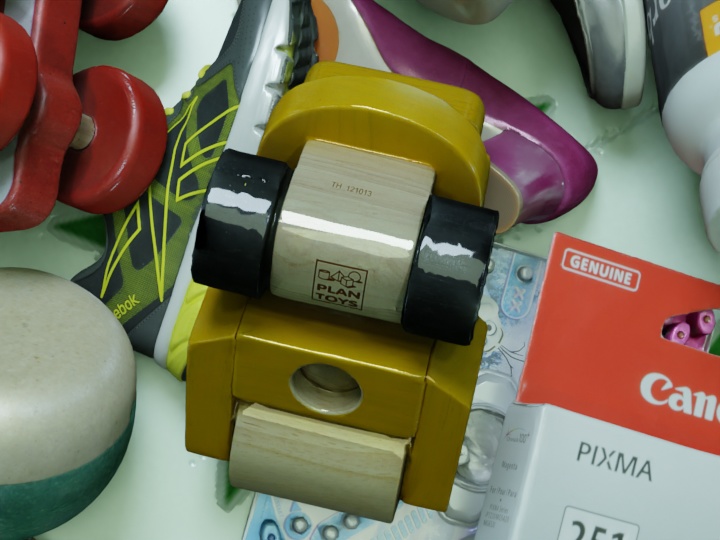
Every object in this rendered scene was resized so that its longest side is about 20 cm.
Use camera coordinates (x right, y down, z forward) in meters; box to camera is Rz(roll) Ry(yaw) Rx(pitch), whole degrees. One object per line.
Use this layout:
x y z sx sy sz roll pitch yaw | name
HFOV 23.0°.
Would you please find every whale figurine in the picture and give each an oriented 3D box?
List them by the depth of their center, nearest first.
-0.201 0.062 0.796 0.199 0.159 0.104 6 123 -1 | whale figurine

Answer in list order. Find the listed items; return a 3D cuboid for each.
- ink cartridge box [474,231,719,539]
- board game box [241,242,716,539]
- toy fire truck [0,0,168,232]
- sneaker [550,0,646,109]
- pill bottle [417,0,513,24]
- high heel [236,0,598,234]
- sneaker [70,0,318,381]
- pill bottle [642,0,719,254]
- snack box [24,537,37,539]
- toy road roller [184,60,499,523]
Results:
0.163 0.092 0.835 0.199 0.044 0.175 17 83 -17 | ink cartridge box
0.058 0.086 0.858 0.199 0.026 0.201 16 82 -3 | board game box
-0.182 -0.108 0.806 0.167 0.112 0.201 -5 75 32 | toy fire truck
0.069 -0.162 0.871 0.106 0.075 0.201 -16 76 -2 | sneaker
0.081 -0.217 0.789 0.111 0.111 0.200 41 80 1 | pill bottle
0.029 -0.095 0.875 0.200 0.096 0.068 38 121 19 | high heel
-0.080 -0.052 0.824 0.084 0.074 0.201 19 95 9 | sneaker
0.192 -0.109 0.817 0.116 0.117 0.201 0 60 -5 | pill bottle
-0.231 0.116 0.829 0.199 0.024 0.072 35 81 -1 | snack box
0.000 0.000 0.784 0.122 0.201 0.146 13 45 4 | toy road roller
